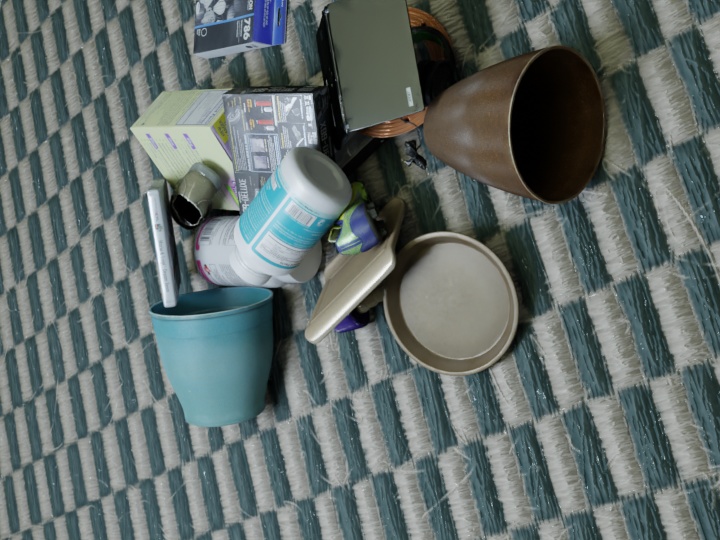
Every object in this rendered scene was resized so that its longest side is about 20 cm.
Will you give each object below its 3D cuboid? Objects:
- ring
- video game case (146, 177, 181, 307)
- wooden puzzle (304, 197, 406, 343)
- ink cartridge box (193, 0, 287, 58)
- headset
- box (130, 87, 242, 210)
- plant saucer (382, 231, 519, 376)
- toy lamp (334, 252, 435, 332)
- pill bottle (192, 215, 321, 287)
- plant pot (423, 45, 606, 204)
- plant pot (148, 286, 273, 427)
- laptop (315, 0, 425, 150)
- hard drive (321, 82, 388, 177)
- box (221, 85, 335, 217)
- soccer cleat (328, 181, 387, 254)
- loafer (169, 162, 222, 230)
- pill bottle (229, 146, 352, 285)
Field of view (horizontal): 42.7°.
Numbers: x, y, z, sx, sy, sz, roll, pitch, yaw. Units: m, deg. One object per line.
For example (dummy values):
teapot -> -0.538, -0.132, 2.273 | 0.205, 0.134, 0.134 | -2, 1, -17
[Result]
ring -> 0.045, -0.292, 1.358 | 0.197, 0.019, 0.204 | -4, 78, 21
video game case -> -0.319, -0.051, 1.506 | 0.200, 0.023, 0.185 | -127, 31, -76
wooden puzzle -> 0.000, 0.000, 1.325 | 0.037, 0.201, 0.185 | 38, 115, -14
ink cartridge box -> -0.210, -0.430, 1.587 | 0.198, 0.039, 0.101 | 0, 86, 38
headset -> 0.077, -0.248, 1.301 | 0.122, 0.094, 0.203 | -9, 61, 23
box -> -0.241, -0.196, 1.497 | 0.198, 0.177, 0.097 | 7, 51, 39
plant saucer -> 0.124, 0.044, 1.259 | 0.197, 0.029, 0.204 | 7, 107, 24
toy lamp -> 0.034, 0.033, 1.351 | 0.199, 0.058, 0.059 | -32, 68, 32
pill bottle -> -0.165, -0.031, 1.475 | 0.198, 0.113, 0.116 | 2, 88, 38
plant pot -> 0.181, -0.186, 1.189 | 0.199, 0.185, 0.191 | 10, 93, 51
plant pot -> -0.226, 0.140, 1.475 | 0.198, 0.199, 0.192 | 2, 103, 38
laptop -> 0.008, -0.279, 1.283 | 0.200, 0.101, 0.181 | 153, 108, -81
hard drive -> -0.040, -0.218, 1.438 | 0.199, 0.038, 0.141 | -40, 65, 29
box -> -0.116, -0.169, 1.366 | 0.155, 0.050, 0.203 | 4, 114, 25
soccer cleat -> -0.014, -0.075, 1.325 | 0.083, 0.201, 0.065 | -28, 109, 4
loafer -> -0.280, -0.109, 1.484 | 0.075, 0.070, 0.200 | 36, 155, -5
pill bottle -> -0.107, -0.070, 1.306 | 0.200, 0.110, 0.112 | -48, 61, 30
